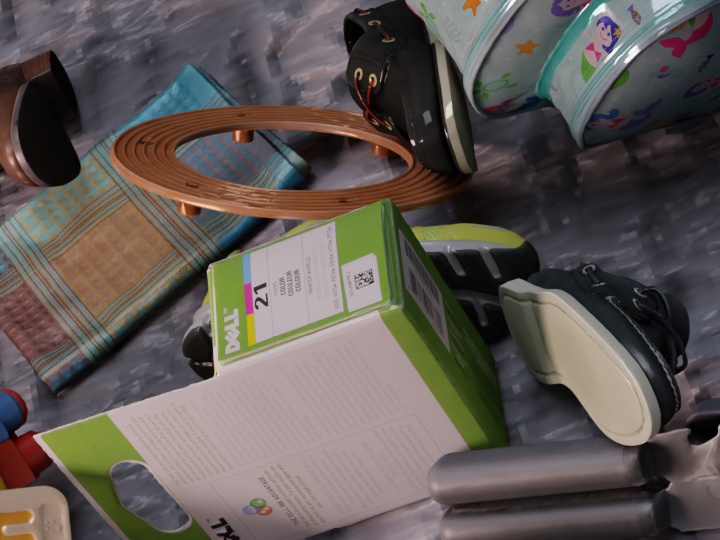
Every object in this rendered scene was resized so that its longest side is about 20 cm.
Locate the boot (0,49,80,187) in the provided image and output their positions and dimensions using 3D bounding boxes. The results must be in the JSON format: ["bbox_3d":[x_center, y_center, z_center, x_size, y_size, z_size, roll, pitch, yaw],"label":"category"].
[{"bbox_3d":[-0.273,-0.055,1.532,0.200,0.064,0.186,-24,17,6],"label":"boot"}]

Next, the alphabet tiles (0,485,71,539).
[{"bbox_3d":[-0.181,0.208,1.213,0.195,0.015,0.200,-5,84,-17],"label":"alphabet tiles"}]

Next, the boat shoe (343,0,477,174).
[{"bbox_3d":[0.026,-0.098,1.384,0.063,0.074,0.201,-14,24,0],"label":"boat shoe"}]

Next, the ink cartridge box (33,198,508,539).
[{"bbox_3d":[-0.045,0.065,1.265,0.200,0.148,0.076,-20,46,14],"label":"ink cartridge box"}]

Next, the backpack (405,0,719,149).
[{"bbox_3d":[0.130,-0.154,1.296,0.200,0.178,0.151,-9,61,-34],"label":"backpack"}]

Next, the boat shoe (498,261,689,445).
[{"bbox_3d":[0.126,0.032,1.220,0.066,0.075,0.199,-22,9,-9],"label":"boat shoe"}]

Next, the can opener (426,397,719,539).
[{"bbox_3d":[0.134,0.098,1.218,0.200,0.053,0.067,-8,18,25],"label":"can opener"}]

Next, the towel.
[{"bbox_3d":[-0.138,-0.030,1.489,0.200,0.022,0.147,-41,44,-6],"label":"towel"}]

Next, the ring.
[{"bbox_3d":[-0.038,-0.056,1.379,0.200,0.019,0.200,4,19,-1],"label":"ring"}]

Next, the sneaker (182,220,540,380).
[{"bbox_3d":[0.000,0.000,1.349,0.200,0.078,0.090,-10,40,18],"label":"sneaker"}]

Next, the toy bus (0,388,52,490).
[{"bbox_3d":[-0.228,0.147,1.309,0.192,0.200,0.136,-28,-1,-35],"label":"toy bus"}]
